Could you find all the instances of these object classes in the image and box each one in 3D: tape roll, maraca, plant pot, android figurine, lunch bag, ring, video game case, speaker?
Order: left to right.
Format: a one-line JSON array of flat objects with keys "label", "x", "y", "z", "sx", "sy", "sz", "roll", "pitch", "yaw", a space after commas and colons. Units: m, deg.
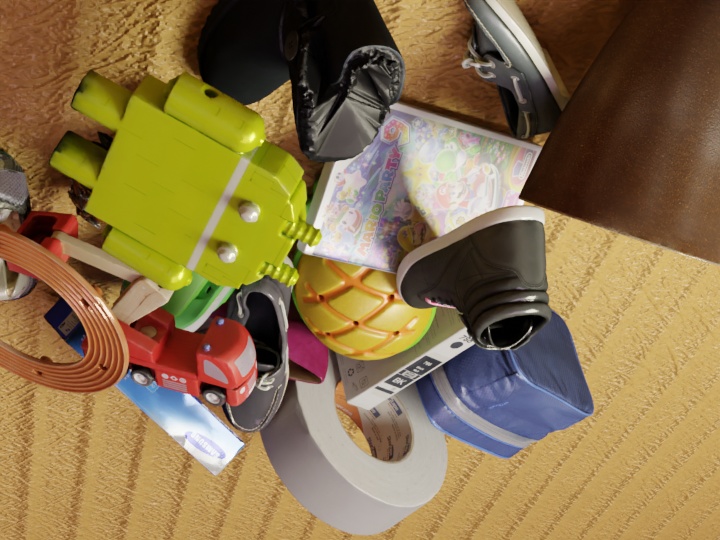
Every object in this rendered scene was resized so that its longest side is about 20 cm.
[{"label": "ring", "x": -0.275, "y": 0.028, "z": 1.109, "sx": 0.200, "sy": 0.019, "sz": 0.201, "roll": 18, "pitch": 141, "yaw": 15}, {"label": "android figurine", "x": -0.122, "y": -0.058, "z": 0.973, "sx": 0.200, "sy": 0.041, "sz": 0.182, "roll": 32, "pitch": 132, "yaw": -4}, {"label": "speaker", "x": -0.137, "y": -0.021, "z": 1.181, "sx": 0.088, "sy": 0.089, "sz": 0.200, "roll": 11, "pitch": 139, "yaw": -30}, {"label": "tape roll", "x": -0.006, "y": 0.164, "z": 1.386, "sx": 0.200, "sy": 0.201, "sz": 0.066, "roll": 20, "pitch": 134, "yaw": -38}, {"label": "maraca", "x": 0.000, "y": 0.000, "z": 1.245, "sx": 0.137, "sy": 0.107, "sz": 0.200, "roll": -3, "pitch": 126, "yaw": 8}, {"label": "video game case", "x": 0.055, "y": -0.064, "z": 1.175, "sx": 0.200, "sy": 0.018, "sz": 0.143, "roll": 12, "pitch": 104, "yaw": -32}, {"label": "lunch bag", "x": 0.139, "y": 0.107, "z": 1.410, "sx": 0.132, "sy": 0.136, "sz": 0.200, "roll": -30, "pitch": 143, "yaw": 24}, {"label": "plant pot", "x": 0.242, "y": -0.122, "z": 1.064, "sx": 0.187, "sy": 0.187, "sz": 0.200, "roll": 13, "pitch": 97, "yaw": -33}]

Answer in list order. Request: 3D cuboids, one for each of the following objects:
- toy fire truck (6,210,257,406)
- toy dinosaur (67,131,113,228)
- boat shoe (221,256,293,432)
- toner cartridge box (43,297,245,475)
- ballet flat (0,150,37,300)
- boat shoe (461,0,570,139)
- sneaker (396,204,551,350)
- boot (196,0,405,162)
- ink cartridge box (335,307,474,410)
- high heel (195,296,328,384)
[{"label": "toy fire truck", "x": -0.183, "y": 0.032, "z": 1.119, "sx": 0.200, "sy": 0.049, "sz": 0.141, "roll": 14, "pitch": 138, "yaw": 12}, {"label": "toy dinosaur", "x": -0.153, "y": -0.059, "z": 1.079, "sx": 0.200, "sy": 0.102, "sz": 0.136, "roll": 5, "pitch": 128, "yaw": 15}, {"label": "boat shoe", "x": -0.101, "y": 0.077, "z": 1.252, "sx": 0.073, "sy": 0.063, "sz": 0.200, "roll": 10, "pitch": 122, "yaw": -1}, {"label": "toner cartridge box", "x": -0.200, "y": 0.102, "z": 1.262, "sx": 0.043, "sy": 0.095, "sz": 0.200, "roll": -47, "pitch": 115, "yaw": -7}, {"label": "ballet flat", "x": -0.309, "y": -0.015, "z": 1.148, "sx": 0.072, "sy": 0.072, "sz": 0.200, "roll": -5, "pitch": 145, "yaw": -12}, {"label": "boat shoe", "x": 0.115, "y": -0.162, "z": 1.076, "sx": 0.062, "sy": 0.073, "sz": 0.200, "roll": -28, "pitch": 148, "yaw": 14}, {"label": "sneaker", "x": 0.088, "y": 0.025, "z": 1.117, "sx": 0.071, "sy": 0.099, "sz": 0.200, "roll": 4, "pitch": 160, "yaw": -26}, {"label": "boot", "x": -0.048, "y": -0.140, "z": 0.969, "sx": 0.076, "sy": 0.168, "sz": 0.200, "roll": 11, "pitch": 139, "yaw": -31}, {"label": "ink cartridge box", "x": 0.058, "y": 0.047, "z": 1.330, "sx": 0.200, "sy": 0.100, "sz": 0.039, "roll": -35, "pitch": 140, "yaw": 30}, {"label": "high heel", "x": -0.131, "y": 0.072, "z": 1.304, "sx": 0.200, "sy": 0.096, "sz": 0.067, "roll": -7, "pitch": 146, "yaw": -8}]
